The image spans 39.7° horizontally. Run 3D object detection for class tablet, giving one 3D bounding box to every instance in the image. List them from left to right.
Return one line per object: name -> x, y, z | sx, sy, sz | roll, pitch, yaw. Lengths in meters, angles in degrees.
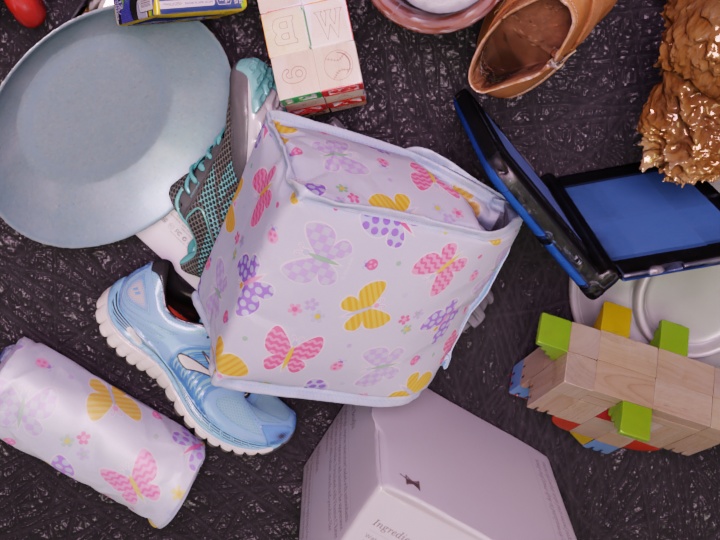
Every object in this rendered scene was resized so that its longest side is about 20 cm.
tablet -> -0.122, -0.055, 0.818 | 0.130, 0.014, 0.200 | -43, 106, 13

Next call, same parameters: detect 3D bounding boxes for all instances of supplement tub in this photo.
supplement tub -> 0.048, -0.215, 0.661 | 0.105, 0.200, 0.109 | 0, 110, -1

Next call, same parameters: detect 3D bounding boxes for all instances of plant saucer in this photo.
plant saucer -> -0.186, -0.109, 0.727 | 0.199, 0.039, 0.203 | -30, 145, -23
plant saucer -> 0.276, 0.015, 0.834 | 0.196, 0.050, 0.204 | -1, 110, -2

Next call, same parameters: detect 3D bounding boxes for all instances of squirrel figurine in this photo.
squirrel figurine -> 0.284, -0.115, 0.654 | 0.197, 0.144, 0.187 | 3, 153, 20

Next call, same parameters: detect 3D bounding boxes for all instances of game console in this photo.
game console -> 0.169, -0.075, 0.716 | 0.118, 0.201, 0.171 | -39, 109, 13

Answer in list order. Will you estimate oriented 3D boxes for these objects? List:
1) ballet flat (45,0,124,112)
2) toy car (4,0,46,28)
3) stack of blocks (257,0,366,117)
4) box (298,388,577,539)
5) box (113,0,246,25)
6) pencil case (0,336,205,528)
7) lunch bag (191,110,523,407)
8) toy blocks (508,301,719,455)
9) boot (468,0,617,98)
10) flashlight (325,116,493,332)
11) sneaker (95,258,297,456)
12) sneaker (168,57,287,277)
ballet flat -> -0.202, -0.164, 0.746 | 0.073, 0.073, 0.200 | 37, 106, -14
toy car -> -0.249, -0.242, 0.678 | 0.200, 0.176, 0.149 | -43, 135, 13
stack of blocks -> -0.044, -0.217, 0.703 | 0.058, 0.115, 0.204 | -11, 92, 2
box -> 0.061, 0.210, 0.821 | 0.198, 0.199, 0.132 | 30, 108, -12
box -> -0.127, -0.262, 0.628 | 0.069, 0.064, 0.204 | -15, 104, -35
pencil case -> -0.231, 0.141, 0.851 | 0.198, 0.083, 0.091 | 31, 113, -12
lunch bag -> 0.000, 0.000, 0.713 | 0.197, 0.128, 0.171 | 11, 123, -26
toy blocks -> 0.212, 0.108, 0.831 | 0.197, 0.137, 0.101 | 17, 65, -7
boot -> 0.110, -0.159, 0.679 | 0.073, 0.155, 0.200 | 36, 142, 0
flashlight -> 0.025, -0.032, 0.806 | 0.201, 0.068, 0.067 | 50, 139, -12
sneaker -> -0.122, 0.072, 0.825 | 0.090, 0.079, 0.200 | -40, 107, 20
sneaker -> -0.103, -0.064, 0.758 | 0.090, 0.078, 0.203 | 10, 122, 6
